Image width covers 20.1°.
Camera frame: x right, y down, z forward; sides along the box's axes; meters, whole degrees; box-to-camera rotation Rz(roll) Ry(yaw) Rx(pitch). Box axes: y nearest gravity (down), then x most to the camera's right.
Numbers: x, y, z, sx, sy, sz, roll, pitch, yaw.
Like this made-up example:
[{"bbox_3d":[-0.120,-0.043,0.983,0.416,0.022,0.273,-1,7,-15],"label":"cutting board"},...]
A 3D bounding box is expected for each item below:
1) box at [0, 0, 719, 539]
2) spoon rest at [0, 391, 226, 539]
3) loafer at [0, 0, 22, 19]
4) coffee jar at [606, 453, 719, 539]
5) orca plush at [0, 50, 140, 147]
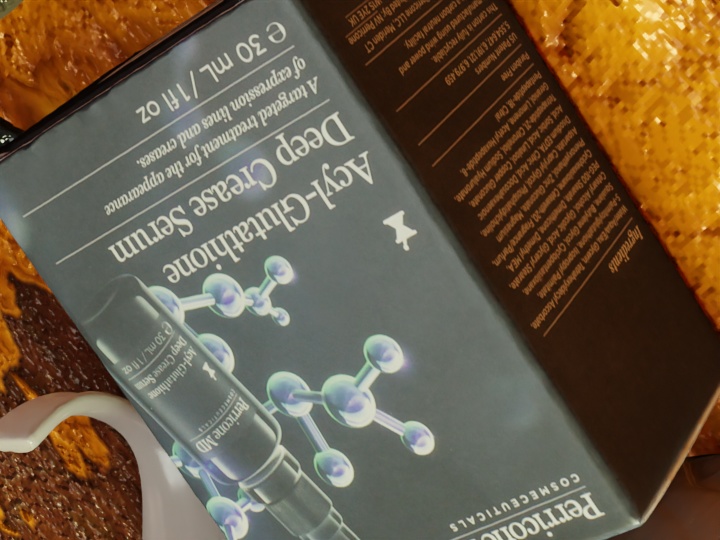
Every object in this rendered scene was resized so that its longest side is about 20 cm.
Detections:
[{"bbox_3d":[0.000,0.000,0.669,0.148,0.107,0.200,-28,101,36],"label":"box"},{"bbox_3d":[-0.090,0.126,0.961,0.099,0.061,0.200,-3,133,49],"label":"spoon rest"},{"bbox_3d":[-0.172,-0.182,0.750,0.067,0.076,0.201,35,148,46],"label":"loafer"},{"bbox_3d":[0.136,0.171,0.709,0.085,0.104,0.201,12,130,44],"label":"coffee jar"},{"bbox_3d":[-0.100,-0.031,0.806,0.199,0.071,0.106,21,135,34],"label":"orca plush"}]
